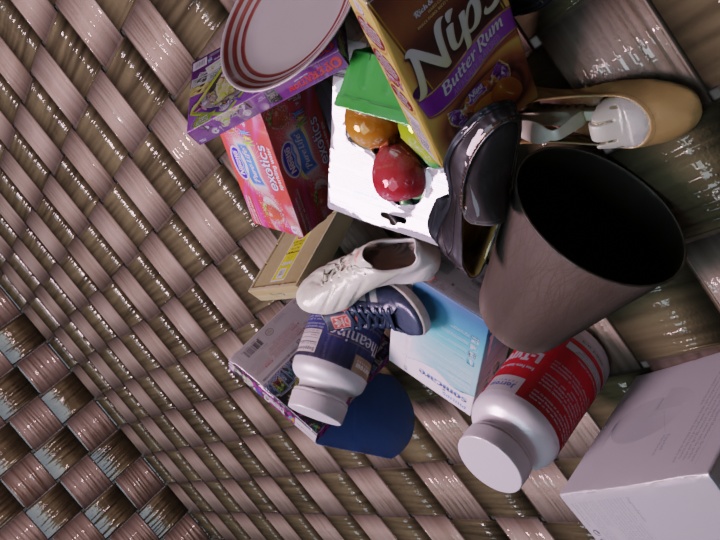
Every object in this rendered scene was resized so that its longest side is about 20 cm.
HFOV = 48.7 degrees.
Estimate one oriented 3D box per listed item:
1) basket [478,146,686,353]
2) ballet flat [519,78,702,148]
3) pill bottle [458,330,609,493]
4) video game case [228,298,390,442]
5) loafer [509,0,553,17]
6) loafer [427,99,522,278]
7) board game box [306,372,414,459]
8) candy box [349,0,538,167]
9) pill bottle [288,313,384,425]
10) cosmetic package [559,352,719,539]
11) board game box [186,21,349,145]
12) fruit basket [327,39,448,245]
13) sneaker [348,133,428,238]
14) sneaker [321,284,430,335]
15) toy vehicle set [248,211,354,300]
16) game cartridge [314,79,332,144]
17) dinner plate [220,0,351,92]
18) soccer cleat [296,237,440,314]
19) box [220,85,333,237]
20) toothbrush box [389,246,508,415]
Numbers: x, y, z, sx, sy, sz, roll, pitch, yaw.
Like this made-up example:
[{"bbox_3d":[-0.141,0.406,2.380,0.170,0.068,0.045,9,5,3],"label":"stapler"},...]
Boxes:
[{"bbox_3d":[0.209,-0.004,0.833,0.179,0.136,0.201,33,149,8],"label":"basket"},{"bbox_3d":[0.213,-0.137,0.746,0.199,0.063,0.069,9,132,44],"label":"ballet flat"},{"bbox_3d":[0.202,0.159,0.939,0.112,0.200,0.113,29,143,25],"label":"pill bottle"},{"bbox_3d":[-0.072,0.134,1.230,0.181,0.200,0.036,36,147,15],"label":"video game case"},{"bbox_3d":[0.088,-0.268,0.753,0.199,0.063,0.073,20,137,35],"label":"loafer"},{"bbox_3d":[0.118,-0.073,0.751,0.201,0.072,0.073,97,152,-56],"label":"loafer"},{"bbox_3d":[-0.013,0.227,1.251,0.197,0.159,0.039,13,133,-12],"label":"board game box"},{"bbox_3d":[0.075,-0.199,0.699,0.057,0.116,0.200,52,179,43],"label":"candy box"},{"bbox_3d":[-0.031,0.112,1.140,0.110,0.202,0.111,18,162,6],"label":"pill bottle"},{"bbox_3d":[0.348,0.192,0.808,0.123,0.199,0.200,48,147,-2],"label":"cosmetic package"},{"bbox_3d":[-0.105,-0.228,0.882,0.198,0.121,0.032,-22,136,21],"label":"board game box"},{"bbox_3d":[0.045,-0.140,0.874,0.184,0.094,0.202,20,125,30],"label":"fruit basket"},{"bbox_3d":[0.028,-0.125,0.952,0.201,0.080,0.071,53,149,-7],"label":"sneaker"},{"bbox_3d":[0.001,0.053,1.022,0.199,0.084,0.076,18,135,47],"label":"sneaker"},{"bbox_3d":[-0.088,-0.019,1.124,0.026,0.125,0.199,35,163,-20],"label":"toy vehicle set"},{"bbox_3d":[-0.063,-0.161,1.065,0.132,0.040,0.202,14,134,36],"label":"game cartridge"},{"bbox_3d":[-0.072,-0.273,0.842,0.199,0.202,0.024,11,164,43],"label":"dinner plate"},{"bbox_3d":[0.000,0.000,0.959,0.198,0.070,0.077,-17,153,23],"label":"soccer cleat"},{"bbox_3d":[-0.102,-0.155,0.997,0.099,0.095,0.202,16,135,39],"label":"box"},{"bbox_3d":[0.120,0.072,1.048,0.146,0.085,0.201,31,143,26],"label":"toothbrush box"}]
